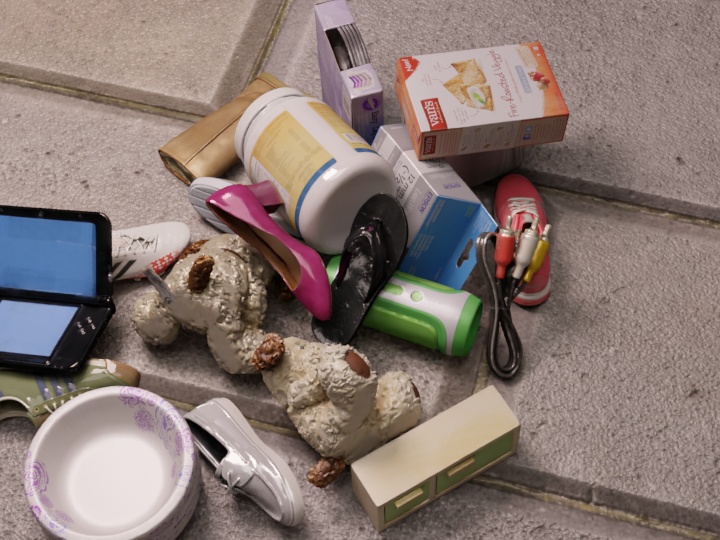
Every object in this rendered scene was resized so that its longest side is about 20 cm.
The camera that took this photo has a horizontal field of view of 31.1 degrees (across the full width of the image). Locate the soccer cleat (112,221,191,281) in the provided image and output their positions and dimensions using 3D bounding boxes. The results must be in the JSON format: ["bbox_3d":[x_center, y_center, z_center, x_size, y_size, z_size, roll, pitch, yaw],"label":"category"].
[{"bbox_3d":[-0.318,-0.025,1.701,0.198,0.086,0.069,-20,57,-10],"label":"soccer cleat"}]

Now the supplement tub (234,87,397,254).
[{"bbox_3d":[-0.061,-0.132,1.665,0.144,0.145,0.200,-31,52,-17],"label":"supplement tub"}]

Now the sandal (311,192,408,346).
[{"bbox_3d":[0.001,0.001,1.584,0.075,0.048,0.202,23,91,15],"label":"sandal"}]

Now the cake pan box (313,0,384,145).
[{"bbox_3d":[-0.014,-0.241,1.765,0.052,0.201,0.185,-16,54,-9],"label":"cake pan box"}]

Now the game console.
[{"bbox_3d":[-0.416,0.022,1.607,0.198,0.117,0.177,4,44,18],"label":"game console"}]

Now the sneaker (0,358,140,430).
[{"bbox_3d":[-0.373,0.160,1.593,0.198,0.067,0.091,2,56,11],"label":"sneaker"}]

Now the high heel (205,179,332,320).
[{"bbox_3d":[-0.111,-0.017,1.572,0.095,0.068,0.201,-18,68,-36],"label":"high heel"}]

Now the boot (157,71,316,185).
[{"bbox_3d":[-0.156,-0.179,1.814,0.174,0.067,0.200,32,62,35],"label":"boot"}]

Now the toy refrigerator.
[{"bbox_3d":[0.091,0.224,1.524,0.199,0.076,0.070,-27,59,-15],"label":"toy refrigerator"}]

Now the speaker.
[{"bbox_3d":[0.051,0.043,1.637,0.198,0.089,0.089,18,58,14],"label":"speaker"}]

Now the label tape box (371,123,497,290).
[{"bbox_3d":[0.073,-0.072,1.676,0.066,0.144,0.201,-8,49,-38],"label":"label tape box"}]

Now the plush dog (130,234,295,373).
[{"bbox_3d":[-0.175,0.012,1.641,0.198,0.162,0.172,17,35,14],"label":"plush dog"}]

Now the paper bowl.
[{"bbox_3d":[-0.284,0.246,1.507,0.198,0.105,0.202,-1,56,1],"label":"paper bowl"}]

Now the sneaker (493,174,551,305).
[{"bbox_3d":[0.220,-0.057,1.699,0.073,0.087,0.202,-4,56,-2],"label":"sneaker"}]

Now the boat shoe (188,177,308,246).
[{"bbox_3d":[-0.136,-0.082,1.752,0.198,0.072,0.062,21,41,7],"label":"boat shoe"}]

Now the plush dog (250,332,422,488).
[{"bbox_3d":[-0.047,0.147,1.544,0.161,0.200,0.172,-52,54,6],"label":"plush dog"}]

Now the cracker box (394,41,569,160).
[{"bbox_3d":[0.154,-0.221,1.668,0.198,0.058,0.135,-9,54,-10],"label":"cracker box"}]

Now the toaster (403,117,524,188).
[{"bbox_3d":[0.133,-0.188,1.765,0.198,0.130,0.114,-20,56,-10],"label":"toaster"}]

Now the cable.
[{"bbox_3d":[0.180,0.030,1.595,0.096,0.050,0.202,10,88,-30],"label":"cable"}]

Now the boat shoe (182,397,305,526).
[{"bbox_3d":[-0.141,0.229,1.521,0.068,0.072,0.200,-18,55,-35],"label":"boat shoe"}]
